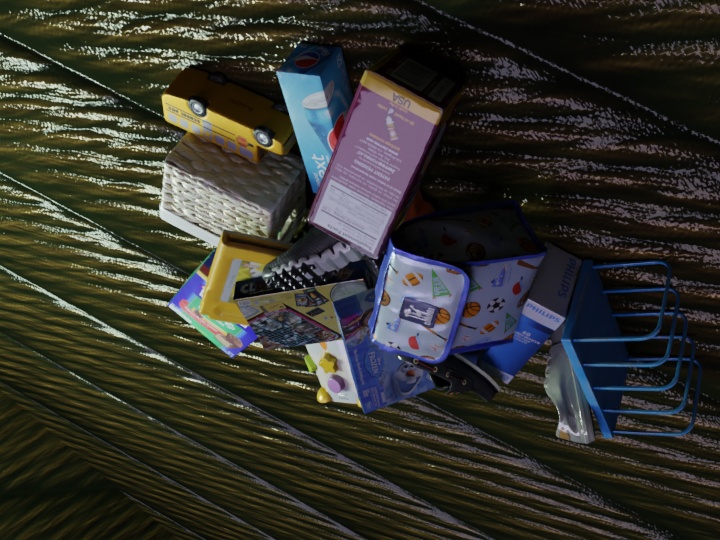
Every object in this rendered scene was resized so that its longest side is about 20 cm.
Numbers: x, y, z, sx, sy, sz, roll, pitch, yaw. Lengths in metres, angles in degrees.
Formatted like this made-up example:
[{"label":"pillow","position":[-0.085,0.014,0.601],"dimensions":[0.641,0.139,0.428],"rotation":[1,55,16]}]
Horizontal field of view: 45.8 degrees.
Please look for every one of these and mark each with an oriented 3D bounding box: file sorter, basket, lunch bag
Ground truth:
[{"label":"file sorter","position":[0.361,0.104,1.113],"dimensions":[0.120,0.140,0.202],"rotation":[-3,133,35]},{"label":"basket","position":[-0.187,-0.121,1.264],"dimensions":[0.196,0.137,0.125],"rotation":[24,144,8]},{"label":"lunch bag","position":[0.113,0.019,1.066],"dimensions":[0.195,0.125,0.173],"rotation":[-6,134,-20]}]

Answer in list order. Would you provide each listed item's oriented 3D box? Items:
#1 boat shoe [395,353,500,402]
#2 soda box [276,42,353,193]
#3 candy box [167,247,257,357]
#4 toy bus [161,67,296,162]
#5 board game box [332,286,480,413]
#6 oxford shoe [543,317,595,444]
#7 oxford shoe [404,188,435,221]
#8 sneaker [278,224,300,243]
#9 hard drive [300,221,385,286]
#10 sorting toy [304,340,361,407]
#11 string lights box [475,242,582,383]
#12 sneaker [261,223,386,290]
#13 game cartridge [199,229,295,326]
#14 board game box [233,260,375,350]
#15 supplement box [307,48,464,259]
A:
[{"label":"boat shoe","position":[0.123,0.138,1.195],"dimensions":[0.200,0.064,0.073],"rotation":[36,173,-37]},{"label":"soda box","position":[-0.045,-0.194,1.126],"dimensions":[0.066,0.065,0.202],"rotation":[12,142,26]},{"label":"candy box","position":[-0.249,0.061,1.588],"dimensions":[0.168,0.078,0.199],"rotation":[39,144,-10]},{"label":"toy bus","position":[-0.181,-0.216,1.204],"dimensions":[0.196,0.066,0.079],"rotation":[25,146,10]},{"label":"board game box","position":[0.074,0.097,1.232],"dimensions":[0.195,0.044,0.203],"rotation":[-20,131,-6]},{"label":"oxford shoe","position":[0.278,0.139,1.174],"dimensions":[0.056,0.205,0.075],"rotation":[-13,153,17]},{"label":"oxford shoe","position":[0.043,-0.106,1.164],"dimensions":[0.072,0.072,0.202],"rotation":[10,138,42]},{"label":"sneaker","position":[-0.103,-0.007,1.391],"dimensions":[0.076,0.084,0.201],"rotation":[36,168,25]},{"label":"hard drive","position":[0.000,0.000,1.293],"dimensions":[0.199,0.038,0.141],"rotation":[27,154,50]},{"label":"sorting toy","position":[-0.042,0.138,1.509],"dimensions":[0.197,0.107,0.182],"rotation":[-2,126,39]},{"label":"string lights box","position":[0.233,0.064,1.191],"dimensions":[0.058,0.104,0.201],"rotation":[25,145,2]},{"label":"sneaker","position":[-0.047,-0.042,1.163],"dimensions":[0.196,0.092,0.067],"rotation":[-23,151,11]},{"label":"game cartridge","position":[-0.140,0.025,1.266],"dimensions":[0.172,0.033,0.201],"rotation":[11,142,-15]},{"label":"board game box","position":[-0.070,0.054,1.245],"dimensions":[0.195,0.035,0.137],"rotation":[-9,140,13]},{"label":"supplement box","position":[0.031,-0.140,1.013],"dimensions":[0.102,0.131,0.203],"rotation":[27,121,5]}]
